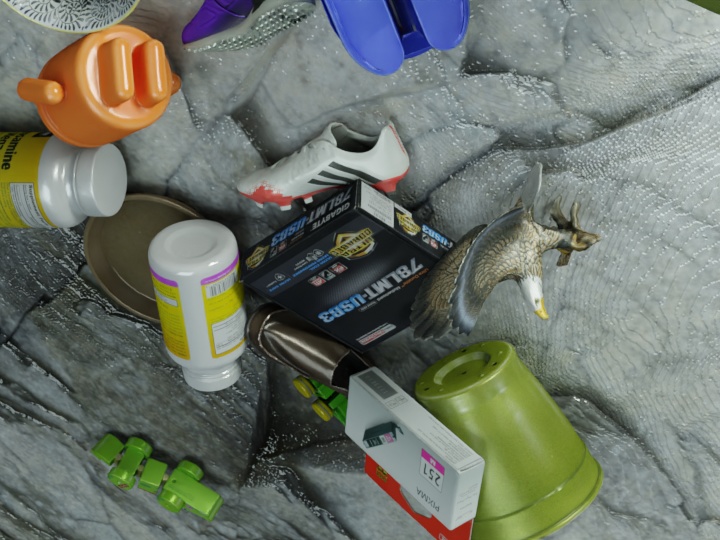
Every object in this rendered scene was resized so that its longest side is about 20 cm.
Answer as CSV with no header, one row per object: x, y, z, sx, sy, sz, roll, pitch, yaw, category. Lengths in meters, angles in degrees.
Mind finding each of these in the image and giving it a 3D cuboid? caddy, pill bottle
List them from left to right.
-0.382,-0.107,1.604,0.200,0.113,0.113,1,127,18,pill bottle
-0.188,0.046,1.626,0.104,0.104,0.200,7,129,14,pill bottle
0.025,-0.289,1.327,0.141,0.105,0.200,-21,120,6,caddy

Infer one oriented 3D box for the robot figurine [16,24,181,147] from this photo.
-0.280,-0.197,1.473,0.117,0.144,0.200,52,149,-18,robot figurine

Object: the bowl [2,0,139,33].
-0.292,-0.352,1.390,0.200,0.094,0.201,10,130,12,bowl

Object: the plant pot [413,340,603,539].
0.158,0.196,1.620,0.200,0.200,0.193,-17,109,29,plant pot

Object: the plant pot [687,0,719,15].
0.278,-0.316,1.177,0.190,0.200,0.200,29,132,-20,plant pot

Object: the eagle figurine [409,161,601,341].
0.148,-0.007,1.438,0.200,0.151,0.152,-17,130,-14,eagle figurine

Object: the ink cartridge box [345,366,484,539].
0.056,0.235,1.601,0.200,0.044,0.174,38,136,39,ink cartridge box

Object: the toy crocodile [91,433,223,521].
-0.287,0.291,1.917,0.200,0.068,0.062,26,150,1,toy crocodile

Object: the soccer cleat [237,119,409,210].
-0.045,-0.120,1.510,0.200,0.069,0.085,-4,120,18,soccer cleat

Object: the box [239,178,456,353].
0.000,0.000,1.562,0.198,0.050,0.200,33,133,-32,box

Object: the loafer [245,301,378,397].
-0.046,0.099,1.651,0.200,0.073,0.071,28,175,-27,loafer

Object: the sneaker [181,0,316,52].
-0.120,-0.288,1.404,0.200,0.070,0.100,-14,87,49,sneaker

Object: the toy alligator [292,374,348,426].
-0.032,0.163,1.738,0.200,0.059,0.054,53,165,-23,toy alligator

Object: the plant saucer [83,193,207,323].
-0.244,-0.016,1.682,0.200,0.029,0.200,10,130,12,plant saucer
